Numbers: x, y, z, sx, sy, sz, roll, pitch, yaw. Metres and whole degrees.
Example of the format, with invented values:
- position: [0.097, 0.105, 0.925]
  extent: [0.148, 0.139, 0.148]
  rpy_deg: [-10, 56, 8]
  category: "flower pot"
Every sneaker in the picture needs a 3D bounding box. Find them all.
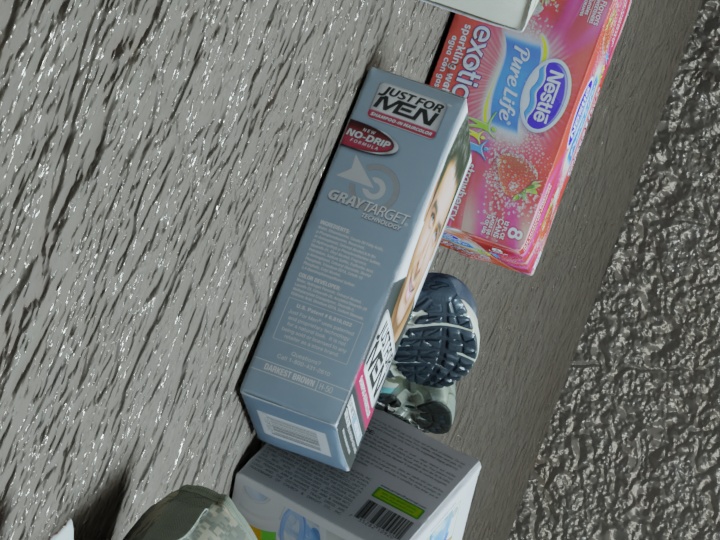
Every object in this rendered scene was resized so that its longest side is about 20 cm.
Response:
- position: [0.039, 0.035, 1.901]
  extent: [0.200, 0.077, 0.087]
  rpy_deg: [105, -4, -66]
  category: "sneaker"

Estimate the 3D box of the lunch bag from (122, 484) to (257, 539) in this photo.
- position: [-0.098, 0.213, 1.302]
  extent: [0.164, 0.117, 0.201]
  rpy_deg: [-48, 150, -66]
  category: "lunch bag"

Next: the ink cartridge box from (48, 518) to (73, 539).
- position: [-0.171, 0.213, 1.129]
  extent: [0.162, 0.050, 0.201]
  rpy_deg: [-49, 148, -65]
  category: "ink cartridge box"

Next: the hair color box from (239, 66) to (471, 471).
- position: [0.000, 0.000, 1.592]
  extent: [0.099, 0.060, 0.201]
  rpy_deg: [79, 31, -72]
  category: "hair color box"

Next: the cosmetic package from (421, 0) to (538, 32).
- position: [0.086, -0.234, 1.534]
  extent: [0.104, 0.087, 0.200]
  rpy_deg: [101, 13, -47]
  category: "cosmetic package"

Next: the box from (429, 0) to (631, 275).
- position: [0.096, -0.109, 1.815]
  extent: [0.100, 0.095, 0.201]
  rpy_deg: [51, 59, -78]
  category: "box"

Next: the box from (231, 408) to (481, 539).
- position: [-0.016, 0.187, 1.682]
  extent: [0.101, 0.112, 0.201]
  rpy_deg: [-44, 153, -46]
  category: "box"
